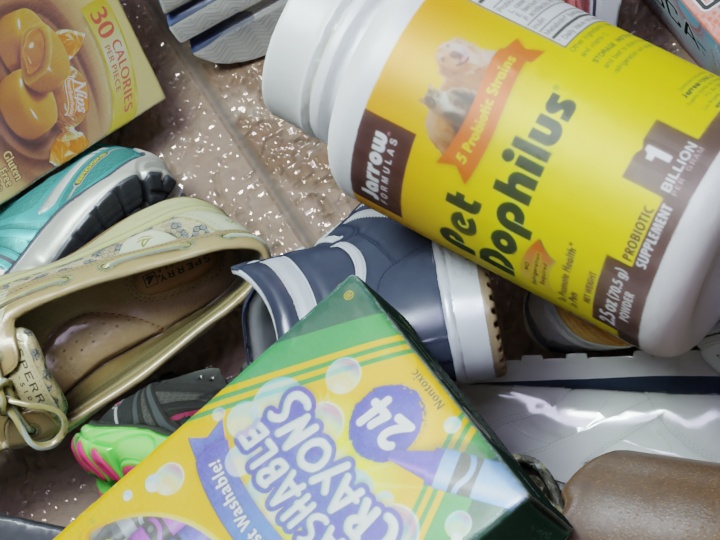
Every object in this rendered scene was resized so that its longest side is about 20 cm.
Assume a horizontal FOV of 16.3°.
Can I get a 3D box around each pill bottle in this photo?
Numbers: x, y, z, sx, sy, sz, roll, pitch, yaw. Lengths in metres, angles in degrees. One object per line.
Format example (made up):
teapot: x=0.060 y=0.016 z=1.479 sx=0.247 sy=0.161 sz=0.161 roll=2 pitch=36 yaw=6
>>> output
pill bottle: x=0.064 y=-0.055 z=0.999 sx=0.200 sy=0.109 sz=0.109 roll=28 pitch=74 yaw=18

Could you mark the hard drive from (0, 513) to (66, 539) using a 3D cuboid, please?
hard drive: x=-0.152 y=0.125 z=1.098 sx=0.200 sy=0.135 sz=0.042 roll=10 pitch=83 yaw=17

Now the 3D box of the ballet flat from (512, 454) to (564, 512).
ballet flat: x=0.036 y=0.144 z=0.986 sx=0.072 sy=0.072 sz=0.200 roll=5 pitch=41 yaw=20

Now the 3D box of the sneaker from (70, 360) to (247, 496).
sneaker: x=-0.049 y=0.076 z=1.097 sx=0.200 sy=0.077 sz=0.084 roll=11 pitch=52 yaw=48

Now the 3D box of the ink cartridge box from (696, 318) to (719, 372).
ink cartridge box: x=0.255 y=-0.011 z=1.035 sx=0.148 sy=0.086 sz=0.200 roll=36 pitch=74 yaw=-8

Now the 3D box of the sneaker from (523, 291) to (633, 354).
sneaker: x=0.156 y=-0.023 z=1.114 sx=0.200 sy=0.088 sz=0.075 roll=-23 pitch=87 yaw=-21

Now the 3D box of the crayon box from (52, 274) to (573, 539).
crayon box: x=-0.035 y=0.115 z=0.958 sx=0.200 sy=0.052 sz=0.126 roll=-42 pitch=55 yaw=5

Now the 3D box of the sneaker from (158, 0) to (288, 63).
sneaker: x=-0.102 y=-0.201 z=1.228 sx=0.081 sy=0.199 sz=0.115 roll=-26 pitch=46 yaw=7

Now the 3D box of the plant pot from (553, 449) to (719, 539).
plant pot: x=0.170 y=0.160 z=0.953 sx=0.198 sy=0.200 sz=0.200 roll=10 pitch=66 yaw=29

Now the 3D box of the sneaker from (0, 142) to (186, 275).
sneaker: x=-0.170 y=0.015 z=1.208 sx=0.200 sy=0.078 sz=0.080 roll=-42 pitch=40 yaw=-13

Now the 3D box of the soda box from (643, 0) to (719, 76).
soda box: x=0.165 y=-0.149 z=1.184 sx=0.068 sy=0.064 sz=0.200 roll=-34 pitch=59 yaw=-2

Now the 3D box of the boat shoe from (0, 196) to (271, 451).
boat shoe: x=-0.134 y=0.031 z=1.140 sx=0.200 sy=0.073 sz=0.063 roll=-35 pitch=24 yaw=-16

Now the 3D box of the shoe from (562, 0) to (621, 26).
shoe: x=0.064 y=-0.097 z=1.118 sx=0.091 sy=0.071 sz=0.200 roll=27 pitch=42 yaw=-17

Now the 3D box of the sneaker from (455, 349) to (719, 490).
sneaker: x=0.084 y=0.077 z=1.088 sx=0.200 sy=0.076 sz=0.081 roll=-3 pitch=85 yaw=23

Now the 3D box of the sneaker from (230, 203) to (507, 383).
sneaker: x=0.000 y=0.000 z=1.098 sx=0.108 sy=0.070 sz=0.200 roll=-12 pitch=21 yaw=2

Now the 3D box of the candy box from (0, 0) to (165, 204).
candy box: x=-0.189 y=-0.140 z=1.195 sx=0.115 sy=0.200 sz=0.055 roll=-35 pitch=25 yaw=-21
